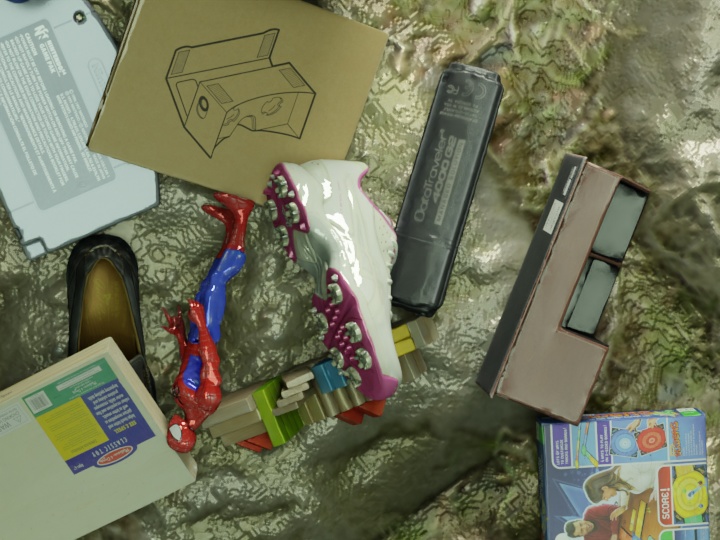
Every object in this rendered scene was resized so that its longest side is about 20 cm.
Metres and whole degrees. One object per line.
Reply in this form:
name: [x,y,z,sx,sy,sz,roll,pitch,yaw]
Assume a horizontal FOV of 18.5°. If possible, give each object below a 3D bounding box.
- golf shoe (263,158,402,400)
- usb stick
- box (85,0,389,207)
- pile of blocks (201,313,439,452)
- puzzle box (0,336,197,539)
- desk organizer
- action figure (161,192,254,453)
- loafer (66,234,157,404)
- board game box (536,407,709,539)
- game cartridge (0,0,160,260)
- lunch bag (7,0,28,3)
golf shoe: [0.000,0.000,1.694,0.091,0.075,0.201,-16,76,-28]
usb stick: [0.063,-0.064,1.740,0.055,0.033,0.201,15,86,17]
box: [-0.094,-0.140,1.718,0.199,0.021,0.164,18,94,-20]
pile of blocks: [-0.024,0.100,1.736,0.199,0.082,0.062,-24,96,-3]
puzzle box: [-0.243,0.149,1.710,0.199,0.025,0.133,-26,113,12]
desk organizer: [0.167,0.015,1.750,0.077,0.072,0.201,21,93,-8]
action figure: [-0.122,0.043,1.706,0.051,0.065,0.201,12,74,-20]
loafer: [-0.199,0.074,1.725,0.072,0.072,0.201,-9,96,-5]
board game box: [0.214,0.216,1.787,0.135,0.034,0.201,-3,95,-4]
game cartridge: [-0.238,-0.124,1.725,0.133,0.040,0.201,-22,96,1]
lunch bag: [-0.291,-0.292,1.638,0.200,0.160,0.076,41,117,-4]
